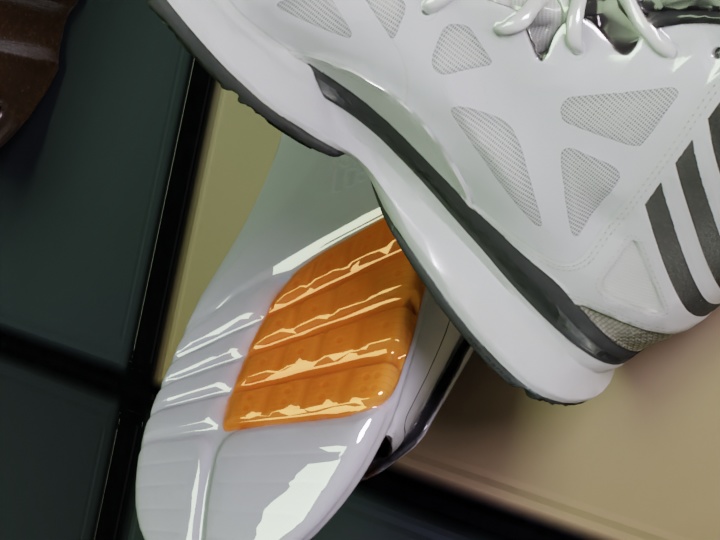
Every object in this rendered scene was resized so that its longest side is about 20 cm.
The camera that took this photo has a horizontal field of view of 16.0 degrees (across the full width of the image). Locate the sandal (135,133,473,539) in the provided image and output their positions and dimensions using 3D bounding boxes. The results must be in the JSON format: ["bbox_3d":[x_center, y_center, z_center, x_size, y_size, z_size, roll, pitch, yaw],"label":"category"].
[{"bbox_3d":[0.007,0.000,0.723,0.079,0.059,0.207,3,62,39],"label":"sandal"}]

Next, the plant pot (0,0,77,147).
[{"bbox_3d":[-0.218,-0.126,0.968,0.198,0.200,0.201,27,103,45],"label":"plant pot"}]

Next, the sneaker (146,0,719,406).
[{"bbox_3d":[0.033,-0.069,0.613,0.115,0.201,0.076,-34,17,30],"label":"sneaker"}]
